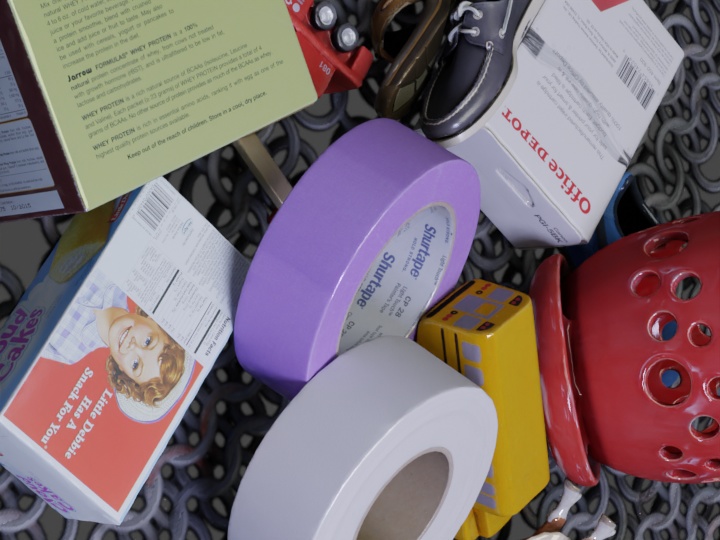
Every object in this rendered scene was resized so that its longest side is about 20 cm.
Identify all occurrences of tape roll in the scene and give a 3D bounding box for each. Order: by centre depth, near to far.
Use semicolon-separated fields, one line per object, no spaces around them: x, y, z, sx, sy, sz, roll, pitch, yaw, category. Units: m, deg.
0.003;0.147;1.405;0.202;0.071;0.203;-38;147;-30;tape roll
0.000;0.000;1.410;0.200;0.065;0.201;-48;156;-29;tape roll

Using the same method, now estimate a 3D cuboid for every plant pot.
0.224;0.064;1.558;0.200;0.181;0.202;-9;90;-80;plant pot

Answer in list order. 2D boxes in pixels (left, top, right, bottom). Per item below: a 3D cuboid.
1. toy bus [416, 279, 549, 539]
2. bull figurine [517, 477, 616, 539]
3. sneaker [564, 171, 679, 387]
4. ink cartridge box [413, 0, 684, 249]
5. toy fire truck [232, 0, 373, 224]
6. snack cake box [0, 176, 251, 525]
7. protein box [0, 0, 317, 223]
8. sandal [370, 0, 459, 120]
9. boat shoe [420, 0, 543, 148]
0.090;0.108;1.509;0.065;0.078;0.201;-37;131;-39;toy bus
0.157;0.236;1.588;0.122;0.065;0.200;-48;131;5;bull figurine
0.224;0.009;1.665;0.066;0.078;0.201;-39;113;-37;sneaker
0.147;-0.137;1.604;0.147;0.083;0.201;46;59;-28;ink cartridge box
-0.059;-0.125;1.451;0.200;0.049;0.142;41;63;-30;toy fire truck
-0.161;0.048;1.341;0.115;0.067;0.201;46;60;-30;snack cake box
-0.167;-0.161;1.306;0.198;0.134;0.201;-29;106;-37;protein box
0.038;-0.189;1.527;0.054;0.082;0.201;18;56;4;sandal
0.082;-0.178;1.519;0.063;0.072;0.201;48;54;-34;boat shoe
